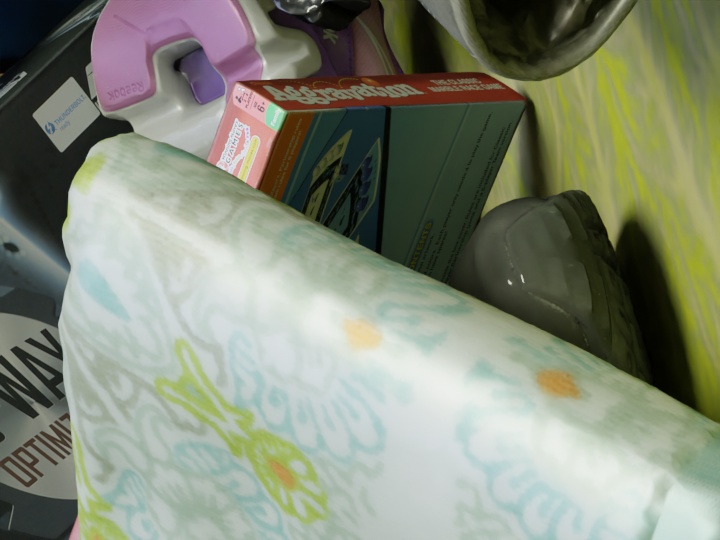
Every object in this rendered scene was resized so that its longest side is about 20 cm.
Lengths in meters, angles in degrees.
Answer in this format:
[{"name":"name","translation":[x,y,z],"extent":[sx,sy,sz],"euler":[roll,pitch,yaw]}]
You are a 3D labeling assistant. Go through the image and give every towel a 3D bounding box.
[{"name":"towel","translation":[0.009,0.084,0.607],"extent":[0.171,0.048,0.201],"euler":[25,134,28]}]

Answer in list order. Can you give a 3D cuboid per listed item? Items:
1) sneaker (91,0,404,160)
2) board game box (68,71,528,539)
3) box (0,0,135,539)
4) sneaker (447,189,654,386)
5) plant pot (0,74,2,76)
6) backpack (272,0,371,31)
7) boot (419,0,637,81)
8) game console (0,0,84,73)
[{"name":"sneaker","translation":[0.000,0.000,0.799],"extent":[0.080,0.088,0.201],"euler":[-19,90,39]},{"name":"board game box","translation":[-0.027,0.044,0.708],"extent":[0.019,0.103,0.201],"euler":[32,112,28]},{"name":"box","translation":[-0.078,0.032,0.801],"extent":[0.043,0.200,0.160],"euler":[-19,112,49]},{"name":"sneaker","translation":[0.021,0.054,0.665],"extent":[0.200,0.090,0.076],"euler":[95,164,-55]},{"name":"plant pot","translation":[-0.127,0.030,0.908],"extent":[0.027,0.199,0.201],"euler":[38,140,54]},{"name":"backpack","translation":[-0.073,-0.175,0.755],"extent":[0.200,0.182,0.148],"euler":[-117,42,-65]},{"name":"boot","translation":[0.011,-0.151,0.565],"extent":[0.200,0.072,0.183],"euler":[-128,41,-65]},{"name":"game console","translation":[-0.188,-0.109,0.857],"extent":[0.171,0.118,0.200],"euler":[59,-161,4]}]
